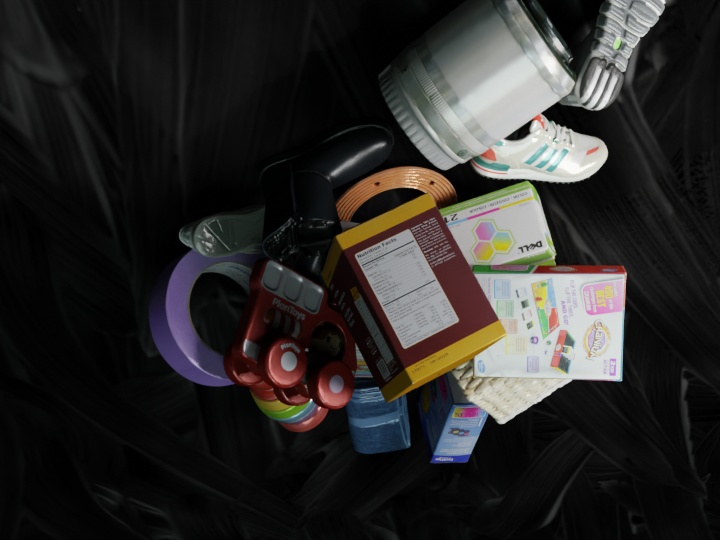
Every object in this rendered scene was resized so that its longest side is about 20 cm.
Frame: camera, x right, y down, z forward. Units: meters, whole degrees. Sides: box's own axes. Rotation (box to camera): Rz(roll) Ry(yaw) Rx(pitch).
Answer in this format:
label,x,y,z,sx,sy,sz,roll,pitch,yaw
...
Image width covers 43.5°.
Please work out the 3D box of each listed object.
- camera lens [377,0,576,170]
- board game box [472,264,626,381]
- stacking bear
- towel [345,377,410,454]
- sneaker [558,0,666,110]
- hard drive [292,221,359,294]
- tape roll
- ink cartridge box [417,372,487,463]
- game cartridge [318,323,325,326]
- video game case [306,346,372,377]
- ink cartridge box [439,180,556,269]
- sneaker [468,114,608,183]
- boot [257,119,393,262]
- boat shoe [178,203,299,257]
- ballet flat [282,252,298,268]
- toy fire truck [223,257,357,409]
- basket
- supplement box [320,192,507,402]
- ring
label,x,y,z,sx,sy,sz,roll,pitch,yaw
camera lens,0.143,-0.235,1.081,0.200,0.160,0.160,-34,132,21
board game box,0.251,0.070,1.214,0.199,0.040,0.153,1,106,9
stacking bear,-0.131,0.174,1.439,0.121,0.114,0.200,-21,146,10
towel,0.031,0.263,1.637,0.111,0.049,0.200,-10,136,-2
sneaker,0.297,-0.294,1.125,0.075,0.115,0.200,30,87,-20
hard drive,0.000,0.000,1.309,0.200,0.042,0.135,8,118,-32
tape roll,-0.193,0.060,1.270,0.200,0.201,0.066,20,157,-29
ink cartridge box,0.158,0.245,1.584,0.076,0.137,0.200,1,134,-11
game cartridge,-0.044,0.099,1.402,0.176,0.033,0.200,14,158,-26
video game case,-0.005,0.142,1.442,0.143,0.017,0.200,-2,160,20
ink cartridge box,0.199,-0.003,1.258,0.148,0.200,0.076,-18,162,16
sneaker,0.251,-0.176,1.229,0.199,0.070,0.094,-1,141,-8
boot,-0.038,-0.100,1.171,0.200,0.168,0.076,-19,135,5
boat shoe,-0.150,-0.057,1.251,0.202,0.065,0.075,-11,105,-34
ballet flat,-0.051,0.031,1.380,0.071,0.069,0.200,-20,138,33
toy fire truck,-0.080,0.092,1.224,0.200,0.168,0.112,29,159,-33
basket,0.223,0.091,1.365,0.200,0.198,0.161,-35,151,11
supplement box,0.059,0.041,1.155,0.133,0.200,0.197,-25,170,-13
ring,0.044,-0.078,1.306,0.200,0.019,0.201,-11,142,-9
